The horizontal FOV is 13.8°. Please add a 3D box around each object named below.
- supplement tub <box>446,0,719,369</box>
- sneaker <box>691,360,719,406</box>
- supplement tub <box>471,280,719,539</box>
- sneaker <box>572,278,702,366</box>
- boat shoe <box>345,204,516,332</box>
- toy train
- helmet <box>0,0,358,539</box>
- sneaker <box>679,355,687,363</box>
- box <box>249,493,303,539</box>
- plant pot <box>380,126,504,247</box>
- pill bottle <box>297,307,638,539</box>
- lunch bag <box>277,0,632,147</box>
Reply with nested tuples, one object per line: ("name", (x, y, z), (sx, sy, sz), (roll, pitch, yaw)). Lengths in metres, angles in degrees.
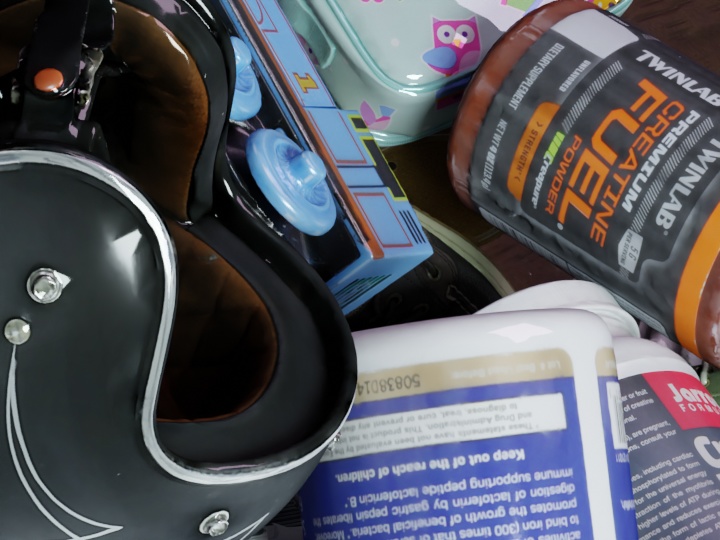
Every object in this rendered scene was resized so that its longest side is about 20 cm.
("supplement tub", (0.139, -0.027, 1.238), (0.200, 0.107, 0.107), (33, 15, 30))
("sneaker", (0.196, 0.043, 1.286), (0.199, 0.090, 0.067), (5, 22, 3))
("supplement tub", (0.103, 0.117, 1.179), (0.140, 0.140, 0.200), (11, 38, -53))
("sneaker", (0.190, 0.048, 1.452), (0.199, 0.075, 0.081), (16, -16, 40))
("boat shoe", (0.000, 0.000, 1.318), (0.200, 0.073, 0.065), (43, 42, -16))
("toy train", (-0.059, -0.062, 1.141), (0.200, 0.087, 0.114), (60, 23, 12))
("helmet", (-0.106, 0.013, 0.941), (0.200, 0.199, 0.191), (-95, 174, -58))
("sneaker", (0.109, 0.099, 1.343), (0.090, 0.079, 0.200), (16, 27, -16))
("box", (-0.060, 0.064, 1.115), (0.157, 0.050, 0.200), (6, 44, -57))
("plant pot", (0.027, -0.112, 1.446), (0.186, 0.186, 0.201), (27, 43, -35))
("pill bottle", (0.041, 0.119, 1.012), (0.116, 0.115, 0.201), (3, 79, -58))
("lunch bag", (0.015, -0.163, 1.338), (0.160, 0.077, 0.200), (-26, 76, -20))
